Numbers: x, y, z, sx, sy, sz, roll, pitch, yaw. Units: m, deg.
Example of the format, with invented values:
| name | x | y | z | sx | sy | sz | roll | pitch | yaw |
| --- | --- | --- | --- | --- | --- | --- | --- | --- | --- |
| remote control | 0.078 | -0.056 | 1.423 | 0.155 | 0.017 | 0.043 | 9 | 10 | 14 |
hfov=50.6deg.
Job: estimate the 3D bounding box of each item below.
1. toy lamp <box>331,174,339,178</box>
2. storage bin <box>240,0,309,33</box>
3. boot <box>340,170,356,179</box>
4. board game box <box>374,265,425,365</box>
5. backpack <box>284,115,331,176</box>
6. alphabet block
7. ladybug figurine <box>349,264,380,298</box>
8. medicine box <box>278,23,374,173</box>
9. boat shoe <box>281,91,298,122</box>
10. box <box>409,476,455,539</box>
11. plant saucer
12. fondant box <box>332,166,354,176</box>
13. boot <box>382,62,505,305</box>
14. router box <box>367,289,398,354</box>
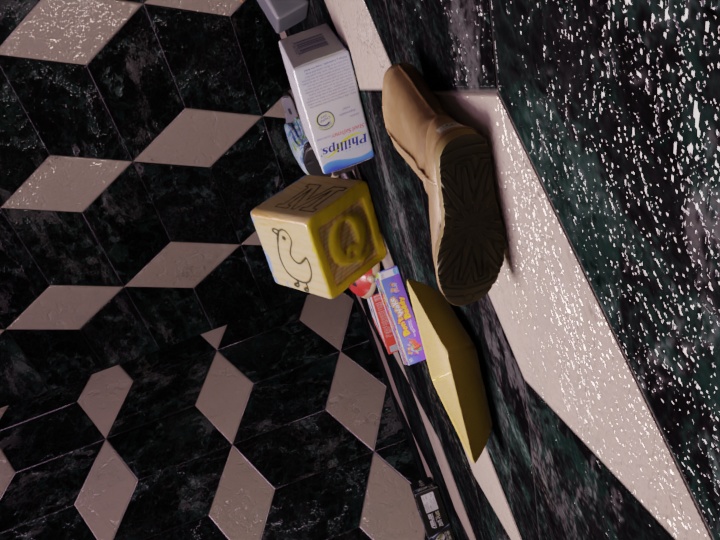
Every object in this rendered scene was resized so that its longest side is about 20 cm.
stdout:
| name | x | y | z | sx | sy | sz | roll | pitch | yaw |
| --- | --- | --- | --- | --- | --- | --- | --- | --- | --- |
| toy lamp | -0.067 | -0.212 | 1.928 | 0.059 | 0.057 | 0.203 | -113 | 26 | -48 |
| storage bin | -0.184 | -0.596 | 1.632 | 0.136 | 0.144 | 0.200 | 61 | 178 | -8 |
| boot | -0.051 | -0.143 | 1.828 | 0.068 | 0.128 | 0.204 | -119 | 11 | -71 |
| board game box | 0.086 | 0.099 | 1.635 | 0.135 | 0.044 | 0.204 | 102 | 149 | -83 |
| backpack | -0.144 | -0.369 | 2.207 | 0.164 | 0.150 | 0.203 | 65 | -164 | -53 |
| alphabet block | -0.090 | -0.081 | 1.676 | 0.198 | 0.196 | 0.198 | 12 | 131 | 45 |
| ladybug figurine | 0.000 | 0.000 | 1.958 | 0.200 | 0.070 | 0.139 | -148 | 64 | -75 |
| medicine box | -0.062 | -0.310 | 1.366 | 0.183 | 0.101 | 0.203 | -114 | 6 | -56 |
| boat shoe | -0.326 | -0.752 | 3.584 | 0.202 | 0.067 | 0.058 | 78 | -169 | -51 |
| box | 0.246 | 0.831 | 2.604 | 0.164 | 0.084 | 0.204 | 134 | 117 | -87 |
| plant saucer | 0.131 | 0.132 | 1.079 | 0.201 | 0.047 | 0.203 | -114 | 7 | -60 |
| fondant box | -0.076 | -0.343 | 1.787 | 0.146 | 0.057 | 0.202 | 75 | 174 | -48 |
| boot | 0.074 | -0.090 | 0.737 | 0.201 | 0.065 | 0.179 | -116 | 20 | -59 |
| router box | 0.056 | 0.102 | 2.084 | 0.200 | 0.048 | 0.183 | -117 | 9 | -68 |
